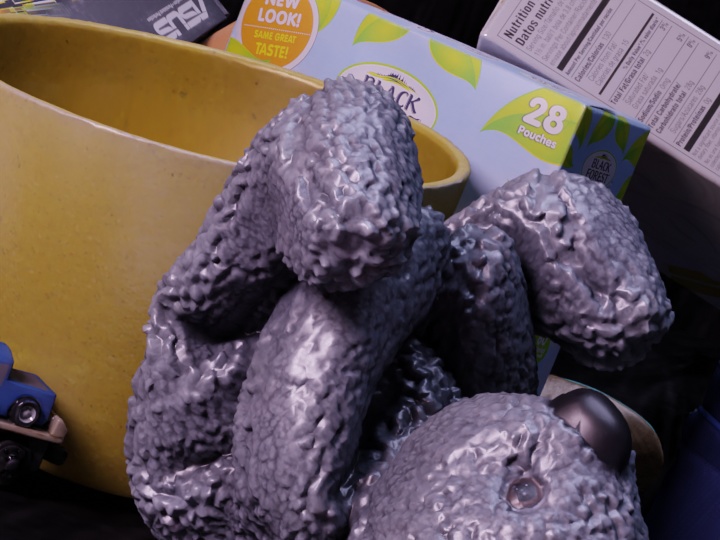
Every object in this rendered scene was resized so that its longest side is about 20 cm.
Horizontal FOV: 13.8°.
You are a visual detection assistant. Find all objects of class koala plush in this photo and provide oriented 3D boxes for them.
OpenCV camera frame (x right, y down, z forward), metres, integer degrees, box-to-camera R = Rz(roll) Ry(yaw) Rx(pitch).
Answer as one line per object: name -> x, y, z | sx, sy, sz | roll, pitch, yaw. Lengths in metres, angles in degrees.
koala plush -> 0.029, 0.078, 0.961 | 0.177, 0.184, 0.200 | 18, 28, -46

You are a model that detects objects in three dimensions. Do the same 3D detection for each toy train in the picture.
toy train -> -0.183, 0.027, 0.999 | 0.199, 0.046, 0.034 | 20, 6, -29

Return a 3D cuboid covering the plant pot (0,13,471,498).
plant pot -> -0.073, 0.002, 1.108 | 0.199, 0.143, 0.200 | 14, 14, -4

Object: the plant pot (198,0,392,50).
plant pot -> -0.012, -0.007, 1.379 | 0.200, 0.200, 0.140 | 16, 24, -52

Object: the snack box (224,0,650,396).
snack box -> 0.000, 0.000, 1.205 | 0.168, 0.201, 0.068 | 25, 5, 30

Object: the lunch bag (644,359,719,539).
lunch bag -> 0.210, 0.116, 1.292 | 0.135, 0.133, 0.200 | 21, 5, -16

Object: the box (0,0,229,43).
box -> -0.159, -0.132, 1.278 | 0.161, 0.049, 0.200 | 54, 32, -3

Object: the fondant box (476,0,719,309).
fondant box -> 0.141, -0.045, 1.271 | 0.200, 0.058, 0.144 | 34, -14, 6

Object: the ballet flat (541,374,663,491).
ballet flat -> 0.049, 0.073, 1.480 | 0.199, 0.068, 0.072 | 24, 25, 15
